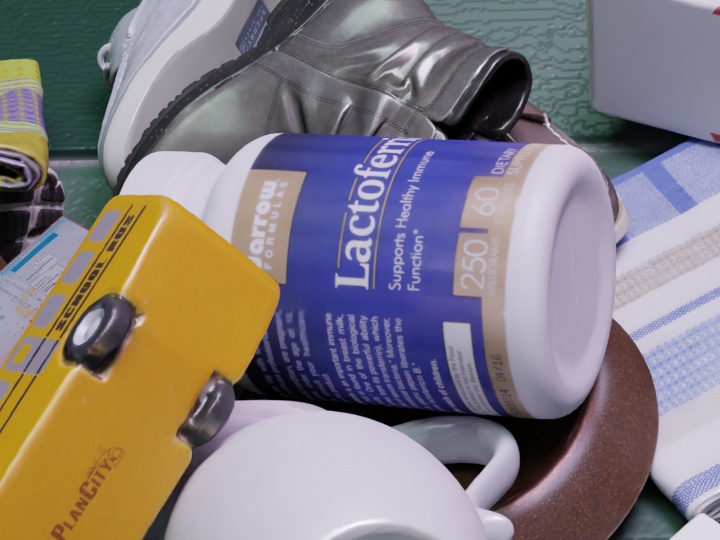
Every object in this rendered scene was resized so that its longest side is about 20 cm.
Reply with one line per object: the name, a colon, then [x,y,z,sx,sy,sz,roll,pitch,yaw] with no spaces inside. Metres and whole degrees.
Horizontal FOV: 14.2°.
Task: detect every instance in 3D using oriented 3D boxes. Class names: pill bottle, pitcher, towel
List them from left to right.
towel: [-0.217,-0.074,1.362,0.143,0.023,0.200,4,17,-7]
pill bottle: [0.000,0.000,1.240,0.199,0.116,0.116,3,47,21]
pitcher: [0.001,0.102,1.127,0.171,0.122,0.200,-16,15,-13]
towel: [0.159,0.023,1.313,0.147,0.024,0.200,-27,46,-13]

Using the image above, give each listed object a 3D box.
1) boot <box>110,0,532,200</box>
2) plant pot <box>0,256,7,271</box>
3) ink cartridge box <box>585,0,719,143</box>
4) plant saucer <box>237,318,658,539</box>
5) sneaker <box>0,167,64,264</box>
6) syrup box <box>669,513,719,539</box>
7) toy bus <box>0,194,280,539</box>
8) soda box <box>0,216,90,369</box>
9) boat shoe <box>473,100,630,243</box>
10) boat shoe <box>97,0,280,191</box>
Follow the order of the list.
boot: [-0.022,-0.050,1.337,0.200,0.068,0.131,-49,50,2]
plant pot: [-0.217,0.033,1.246,0.186,0.200,0.187,-5,46,5]
ink cartridge box: [0.215,-0.148,1.411,0.144,0.084,0.200,16,45,24]
plant saucer: [0.030,0.066,1.273,0.200,0.035,0.201,-9,47,10]
sneaker: [-0.234,-0.040,1.367,0.200,0.077,0.085,-2,36,-33]
syrup box: [0.098,0.194,1.118,0.200,0.082,0.079,-40,53,-24]
toy bus: [-0.110,0.069,1.095,0.078,0.065,0.200,4,59,59]
soda box: [-0.160,0.072,1.165,0.200,0.068,0.064,-42,39,-17]
boat shoe: [0.048,-0.066,1.377,0.072,0.060,0.200,-34,43,-21]
boat shoe: [-0.091,-0.106,1.460,0.071,0.070,0.201,-1,44,33]
